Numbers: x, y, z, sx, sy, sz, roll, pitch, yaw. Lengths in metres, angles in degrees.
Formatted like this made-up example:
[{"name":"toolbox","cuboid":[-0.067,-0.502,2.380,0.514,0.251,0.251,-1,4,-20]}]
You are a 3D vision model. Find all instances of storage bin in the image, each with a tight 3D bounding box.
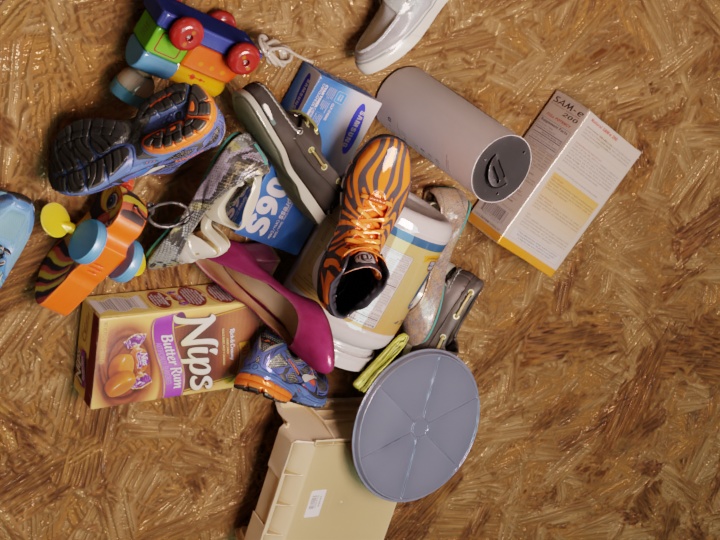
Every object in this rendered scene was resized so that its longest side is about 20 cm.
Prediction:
[{"name":"storage bin","cuboid":[-0.046,0.273,1.711,0.198,0.094,0.200,3,116,-35]}]

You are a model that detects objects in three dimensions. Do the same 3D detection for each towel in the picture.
[{"name":"towel","cuboid":[0.024,0.112,1.617,0.086,0.018,0.200,-46,177,-3]}]

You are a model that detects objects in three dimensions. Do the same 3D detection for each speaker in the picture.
[{"name":"speaker","cuboid":[0.100,-0.152,1.467,0.081,0.200,0.081,-18,127,-25]}]

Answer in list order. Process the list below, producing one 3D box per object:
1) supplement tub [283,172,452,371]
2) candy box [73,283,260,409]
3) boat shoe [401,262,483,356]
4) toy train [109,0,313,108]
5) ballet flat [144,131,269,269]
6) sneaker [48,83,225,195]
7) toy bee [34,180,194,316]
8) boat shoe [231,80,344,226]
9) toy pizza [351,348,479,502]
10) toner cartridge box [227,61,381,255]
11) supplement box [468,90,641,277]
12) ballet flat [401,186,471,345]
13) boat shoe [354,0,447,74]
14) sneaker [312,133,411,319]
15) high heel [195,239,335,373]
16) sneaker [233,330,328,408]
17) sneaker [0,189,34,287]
[{"name":"supplement tub","cuboid":[0.000,0.000,1.533,0.145,0.145,0.200,18,107,-41]},{"name":"candy box","cuboid":[-0.215,0.081,1.497,0.200,0.056,0.117,-7,121,-33]},{"name":"boat shoe","cuboid":[0.098,0.090,1.694,0.072,0.060,0.202,-29,141,-63]},{"name":"toy train","cuboid":[-0.150,-0.198,1.353,0.200,0.085,0.116,18,117,-41]},{"name":"ballet flat","cuboid":[-0.158,-0.054,1.401,0.072,0.072,0.200,13,128,-39]},{"name":"sneaker","cuboid":[-0.218,-0.116,1.306,0.200,0.076,0.078,-15,161,19]},{"name":"toy bee","cuboid":[-0.255,-0.042,1.375,0.200,0.109,0.131,-20,141,8]},{"name":"boat shoe","cuboid":[-0.070,-0.132,1.398,0.061,0.072,0.201,-41,138,-10]},{"name":"toy pizza","cuboid":[0.067,0.192,1.662,0.200,0.032,0.201,-11,110,-34]},{"name":"toner cartridge box","cuboid":[-0.067,-0.122,1.479,0.095,0.043,0.200,19,106,-41]},{"name":"supplement box","cuboid":[0.245,-0.108,1.683,0.126,0.074,0.200,30,99,-42]},{"name":"ballet flat","cuboid":[0.072,-0.010,1.622,0.067,0.068,0.200,18,87,-35]},{"name":"boat shoe","cuboid":[0.052,-0.304,1.437,0.201,0.070,0.072,-49,122,-3]},{"name":"sneaker","cuboid":[0.012,-0.038,1.387,0.077,0.112,0.200,14,106,-14]},{"name":"high heel","cuboid":[-0.107,0.043,1.455,0.096,0.200,0.068,-8,134,-37]},{"name":"sneaker","cuboid":[-0.080,0.116,1.568,0.200,0.075,0.079,27,81,-73]},{"name":"sneaker","cuboid":[-0.376,0.014,1.318,0.078,0.090,0.200,23,102,-42]}]
